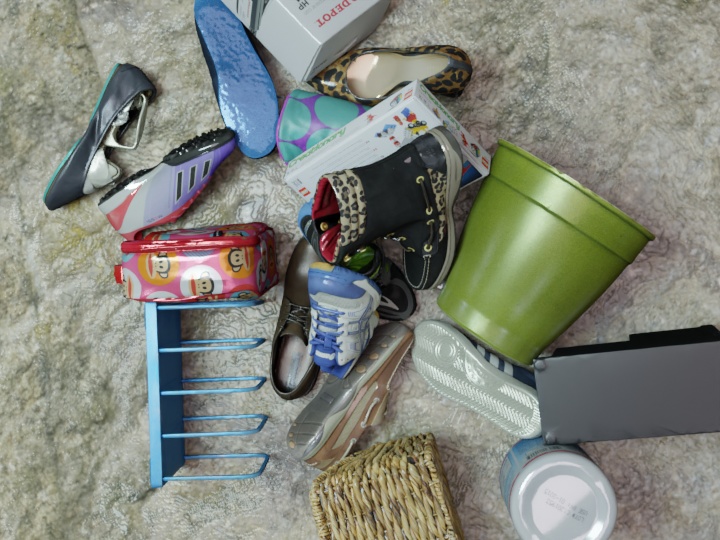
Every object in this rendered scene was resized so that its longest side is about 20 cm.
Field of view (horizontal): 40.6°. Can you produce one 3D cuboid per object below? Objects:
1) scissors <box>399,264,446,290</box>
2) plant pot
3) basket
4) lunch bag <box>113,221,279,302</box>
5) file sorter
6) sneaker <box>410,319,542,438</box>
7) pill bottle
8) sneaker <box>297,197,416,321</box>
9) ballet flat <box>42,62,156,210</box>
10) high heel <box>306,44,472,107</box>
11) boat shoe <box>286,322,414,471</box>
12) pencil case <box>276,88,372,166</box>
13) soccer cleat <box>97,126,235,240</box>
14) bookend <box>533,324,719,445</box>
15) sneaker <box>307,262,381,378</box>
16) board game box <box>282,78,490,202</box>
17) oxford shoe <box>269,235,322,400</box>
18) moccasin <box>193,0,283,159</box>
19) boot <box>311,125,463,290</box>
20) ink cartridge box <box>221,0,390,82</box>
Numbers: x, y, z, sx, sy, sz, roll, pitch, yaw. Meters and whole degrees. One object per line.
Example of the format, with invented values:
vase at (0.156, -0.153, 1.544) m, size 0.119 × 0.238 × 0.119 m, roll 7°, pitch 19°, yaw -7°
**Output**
scissors at (0.139, 0.042, 1.159) m, size 0.198 × 0.014 × 0.074 m, roll 10°, pitch 91°, yaw 2°
plant pot at (0.185, -0.009, 1.074) m, size 0.199 × 0.200 × 0.194 m, roll 33°, pitch 98°, yaw 3°
basket at (0.040, 0.298, 1.101) m, size 0.147 × 0.143 × 0.202 m, roll -18°, pitch 91°, yaw 6°
lunch bag at (-0.186, -0.007, 1.087) m, size 0.174 × 0.200 × 0.083 m, roll -4°, pitch 94°, yaw 3°
file sorter at (-0.171, 0.131, 1.118) m, size 0.121 × 0.139 × 0.203 m, roll -2°, pitch 90°, yaw -1°
sneaker at (0.146, 0.125, 1.131) m, size 0.200 × 0.084 × 0.075 m, roll 38°, pitch 110°, yaw 30°
pill bottle at (0.208, 0.236, 1.061) m, size 0.107 × 0.200 × 0.110 m, roll 0°, pitch 90°, yaw 4°
sneaker at (0.000, 0.000, 1.104) m, size 0.071 × 0.083 × 0.200 m, roll -39°, pitch 127°, yaw 2°
ballet flat at (-0.304, -0.149, 1.160) m, size 0.073 × 0.073 × 0.201 m, roll 29°, pitch 89°, yaw 3°
high heel at (0.026, -0.228, 1.101) m, size 0.197 × 0.143 × 0.072 m, roll 3°, pitch 90°, yaw 3°
boat shoe at (-0.003, 0.149, 1.145) m, size 0.072 × 0.076 × 0.200 m, roll 43°, pitch 83°, yaw -26°
pencil case at (0.004, -0.145, 1.132) m, size 0.198 × 0.085 × 0.094 m, roll 13°, pitch 95°, yaw 3°
soccer cleat at (-0.216, -0.099, 1.141) m, size 0.199 × 0.068 × 0.074 m, roll -27°, pitch 107°, yaw 21°
bookend at (0.302, 0.122, 1.076) m, size 0.198 × 0.199 × 0.093 m, roll -7°, pitch 90°, yaw 14°
sneaker at (-0.022, 0.060, 1.053) m, size 0.075 × 0.200 × 0.089 m, roll 17°, pitch 71°, yaw 16°
board game box at (0.027, -0.112, 1.071) m, size 0.199 × 0.035 × 0.126 m, roll -27°, pitch 125°, yaw 36°
oxford shoe at (-0.063, 0.054, 1.137) m, size 0.072 × 0.084 × 0.203 m, roll 8°, pitch 89°, yaw 5°
moccasin at (-0.139, -0.230, 1.151) m, size 0.080 × 0.068 × 0.202 m, roll -14°, pitch 90°, yaw -4°
boot at (0.026, -0.044, 1.006) m, size 0.149 × 0.201 × 0.073 m, roll -21°, pitch 50°, yaw -25°
ink cartridge box at (-0.077, -0.338, 1.110) m, size 0.200 × 0.084 × 0.145 m, roll 46°, pitch 61°, yaw 2°
